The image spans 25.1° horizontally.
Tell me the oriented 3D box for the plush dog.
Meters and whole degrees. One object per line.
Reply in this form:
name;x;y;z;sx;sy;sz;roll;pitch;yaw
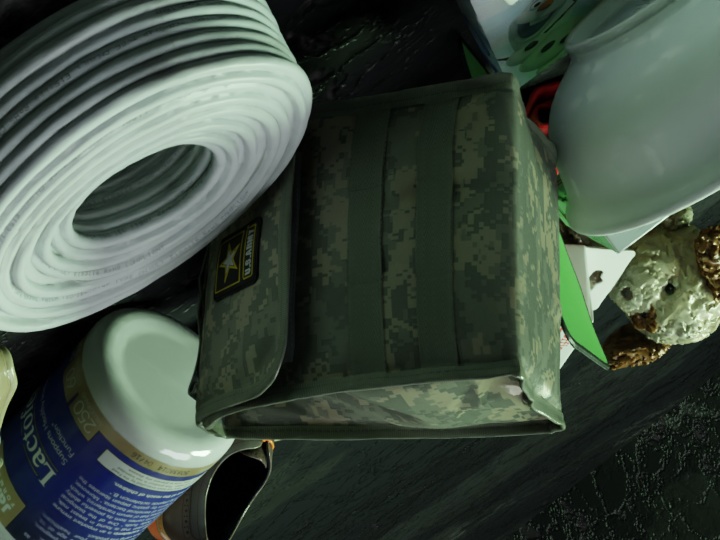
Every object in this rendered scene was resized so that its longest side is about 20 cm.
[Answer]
plush dog;0.238;-0.014;1.350;0.159;0.173;0.200;-22;159;-36

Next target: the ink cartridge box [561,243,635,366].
ink cartridge box;0.107;0.031;1.256;0.197;0.067;0.116;3;153;-9

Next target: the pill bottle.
pill bottle;-0.178;0.126;1.054;0.200;0.116;0.115;-45;160;30

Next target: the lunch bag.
lunch bag;0.000;0.000;0.848;0.198;0.166;0.118;-6;157;20

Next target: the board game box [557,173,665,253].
board game box;0.211;-0.091;0.995;0.199;0.035;0.126;-37;-168;0

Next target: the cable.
cable;-0.115;-0.054;0.755;0.199;0.070;0.200;-22;159;-35

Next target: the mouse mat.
mouse mat;0.109;-0.037;1.006;0.007;0.202;0.161;-23;165;12

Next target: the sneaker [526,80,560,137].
sneaker;0.099;-0.067;1.149;0.200;0.078;0.116;-44;157;-11

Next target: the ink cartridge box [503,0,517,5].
ink cartridge box;0.098;-0.219;0.675;0.199;0.085;0.146;-38;163;16

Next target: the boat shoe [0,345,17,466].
boat shoe;-0.245;0.110;0.955;0.068;0.075;0.200;-17;156;-30

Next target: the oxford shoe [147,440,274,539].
oxford shoe;-0.076;0.105;1.128;0.071;0.072;0.202;31;78;-39

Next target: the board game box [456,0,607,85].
board game box;0.140;-0.197;0.885;0.199;0.044;0.199;-35;165;4

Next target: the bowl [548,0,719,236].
bowl;0.175;-0.115;0.891;0.200;0.091;0.201;-35;-168;8
